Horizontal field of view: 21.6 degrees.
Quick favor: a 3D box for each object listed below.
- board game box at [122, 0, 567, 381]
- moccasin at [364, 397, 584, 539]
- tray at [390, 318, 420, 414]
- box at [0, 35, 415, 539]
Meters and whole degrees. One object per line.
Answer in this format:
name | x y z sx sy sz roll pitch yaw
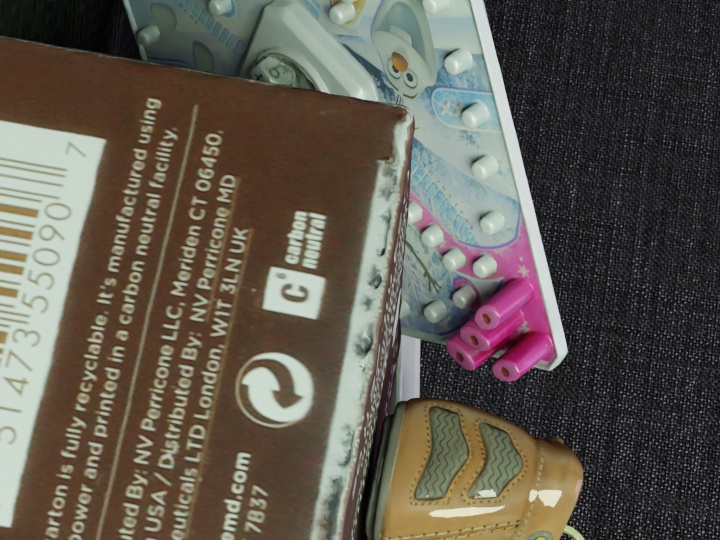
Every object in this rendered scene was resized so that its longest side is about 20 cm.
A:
board game box | -0.025 -0.062 0.694 0.026 0.199 0.201 -34 119 -34
moccasin | 0.038 0.107 0.627 0.202 0.077 0.074 96 5 -51
tray | 0.000 0.000 0.785 0.107 0.022 0.202 29 -58 58
box | -0.077 0.047 0.578 0.200 0.163 0.167 89 10 -71
